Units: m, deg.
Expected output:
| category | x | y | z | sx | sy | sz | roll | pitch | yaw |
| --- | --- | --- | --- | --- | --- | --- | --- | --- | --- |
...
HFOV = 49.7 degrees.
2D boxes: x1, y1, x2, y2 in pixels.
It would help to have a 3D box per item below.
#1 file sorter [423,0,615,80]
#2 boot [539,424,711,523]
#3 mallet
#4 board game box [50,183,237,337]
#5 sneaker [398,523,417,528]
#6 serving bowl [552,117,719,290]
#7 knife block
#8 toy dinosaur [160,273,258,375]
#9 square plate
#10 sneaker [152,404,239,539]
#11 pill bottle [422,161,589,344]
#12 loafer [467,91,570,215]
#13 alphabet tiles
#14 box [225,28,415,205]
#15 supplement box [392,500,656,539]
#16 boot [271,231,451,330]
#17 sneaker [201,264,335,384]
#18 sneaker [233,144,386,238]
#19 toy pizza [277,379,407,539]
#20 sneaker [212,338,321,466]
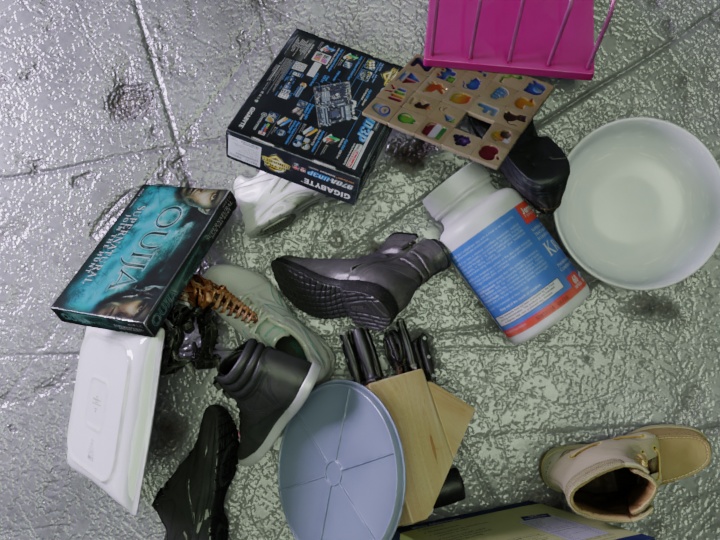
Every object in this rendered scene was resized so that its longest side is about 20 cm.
| category | x | y | z | sx | sy | sz | roll | pitch | yaw |
| --- | --- | --- | --- | --- | --- | --- | --- | --- | --- |
| file sorter | 0.181 | -0.321 | 0.890 | 0.199 | 0.126 | 0.139 | 6 | 66 | 3 |
| boot | 0.311 | 0.223 | 0.861 | 0.199 | 0.155 | 0.073 | -7 | 87 | 2 |
| mallet | 0.081 | 0.184 | 0.935 | 0.066 | 0.041 | 0.201 | -7 | 83 | 1 |
| board game box | -0.241 | -0.019 | 0.886 | 0.135 | 0.028 | 0.200 | 6 | 52 | 26 |
| sneaker | 0.001 | 0.249 | 0.916 | 0.084 | 0.075 | 0.200 | -27 | 77 | -1 |
| serving bowl | 0.322 | -0.076 | 0.921 | 0.199 | 0.066 | 0.201 | 0 | 88 | 3 |
| knife block | 0.028 | 0.158 | 0.874 | 0.175 | 0.064 | 0.200 | 30 | 64 | -2 |
| toy dinosaur | -0.208 | 0.050 | 0.902 | 0.102 | 0.200 | 0.136 | 2 | 90 | -36 |
| square plate | -0.287 | 0.152 | 0.885 | 0.028 | 0.200 | 0.199 | 11 | 86 | -38 |
| sneaker | -0.200 | 0.258 | 0.925 | 0.090 | 0.076 | 0.201 | 7 | 83 | 12 |
| pill bottle | 0.163 | -0.024 | 0.902 | 0.112 | 0.112 | 0.200 | -36 | 87 | 0 |
| loafer | 0.175 | -0.146 | 0.910 | 0.073 | 0.072 | 0.200 | -19 | 53 | -2 |
| alphabet tiles | 0.122 | -0.205 | 0.899 | 0.167 | 0.008 | 0.200 | 25 | 53 | 18 |
| box | -0.042 | -0.184 | 0.899 | 0.158 | 0.046 | 0.200 | 21 | 54 | 5 |
| supplement box | 0.167 | 0.339 | 0.808 | 0.199 | 0.200 | 0.135 | -2 | 86 | -26 |
| boot | 0.000 | 0.000 | 0.926 | 0.200 | 0.070 | 0.132 | 19 | 46 | 36 |
| sneaker | -0.111 | 0.060 | 0.926 | 0.200 | 0.080 | 0.070 | 39 | 91 | 5 |
| sneaker | -0.067 | -0.124 | 0.936 | 0.200 | 0.078 | 0.100 | -28 | 81 | -1 |
| toy pizza | -0.019 | 0.221 | 0.850 | 0.200 | 0.032 | 0.201 | -12 | 74 | 44 |
| sneaker | -0.125 | 0.146 | 0.885 | 0.099 | 0.071 | 0.200 | 31 | 131 | -4 |
